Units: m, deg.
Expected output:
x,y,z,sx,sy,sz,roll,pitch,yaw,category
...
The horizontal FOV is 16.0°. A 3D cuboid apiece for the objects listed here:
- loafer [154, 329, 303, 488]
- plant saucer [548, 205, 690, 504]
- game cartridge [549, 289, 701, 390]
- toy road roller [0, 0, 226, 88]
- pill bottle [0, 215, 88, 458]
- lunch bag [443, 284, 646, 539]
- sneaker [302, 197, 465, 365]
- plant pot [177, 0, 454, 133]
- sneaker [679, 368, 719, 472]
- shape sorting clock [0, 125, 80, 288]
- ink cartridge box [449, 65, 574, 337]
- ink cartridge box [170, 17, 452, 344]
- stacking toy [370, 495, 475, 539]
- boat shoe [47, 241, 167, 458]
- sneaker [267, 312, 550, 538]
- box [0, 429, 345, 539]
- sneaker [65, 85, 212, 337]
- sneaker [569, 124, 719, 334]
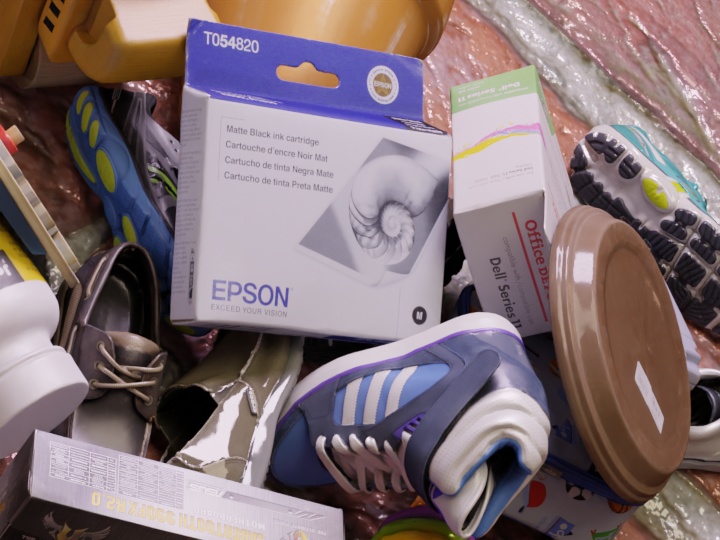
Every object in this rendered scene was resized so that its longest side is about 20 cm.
x,y,z,sx,sy,sz,roll,pitch,yaw,category
-0.089,0.083,1.649,0.070,0.075,0.200,34,34,-18,loafer
0.175,0.053,1.681,0.200,0.029,0.201,42,41,-53,plant saucer
0.169,0.011,1.864,0.133,0.041,0.200,29,19,-18,game cartridge
-0.166,-0.170,1.716,0.122,0.200,0.146,-7,59,-30,toy road roller
-0.256,0.015,1.582,0.111,0.111,0.200,-24,72,-43,pill bottle
0.117,0.099,1.754,0.160,0.076,0.200,28,26,-16,lunch bag
0.000,0.000,1.802,0.079,0.074,0.200,29,43,25,sneaker
-0.046,-0.162,1.820,0.200,0.200,0.184,25,62,-15,plant pot
0.268,0.108,1.881,0.199,0.071,0.073,-6,60,-36,sneaker
-0.233,-0.076,1.630,0.039,0.200,0.200,-36,77,-4,shape sorting clock
0.106,-0.035,1.746,0.067,0.117,0.200,-13,34,10,ink cartridge box
-0.029,-0.056,1.674,0.199,0.041,0.201,6,83,-35,ink cartridge box
0.040,0.193,1.656,0.116,0.110,0.200,43,31,-18,stacking toy
-0.163,0.064,1.630,0.074,0.073,0.201,13,50,-24,boat shoe
0.027,0.119,1.618,0.081,0.199,0.147,54,16,-37,sneaker
-0.130,0.176,1.505,0.199,0.158,0.049,17,49,-22,box
-0.134,-0.047,1.739,0.082,0.071,0.200,-8,58,-30,sneaker
0.250,-0.039,1.987,0.080,0.078,0.200,-20,69,-51,sneaker
